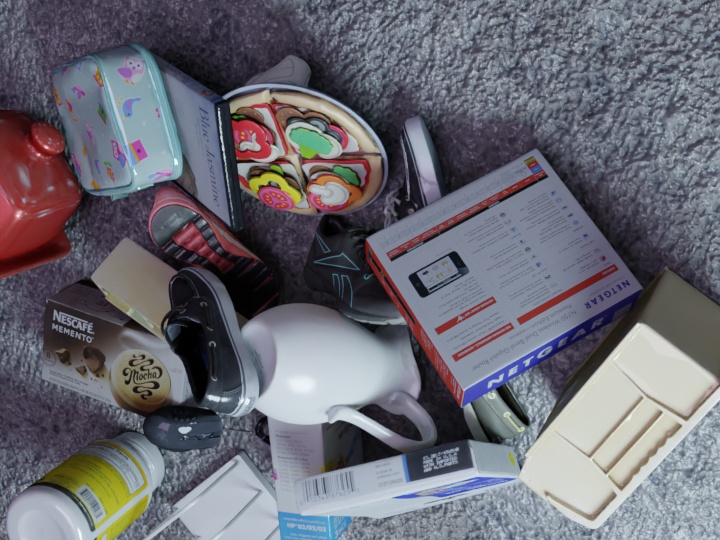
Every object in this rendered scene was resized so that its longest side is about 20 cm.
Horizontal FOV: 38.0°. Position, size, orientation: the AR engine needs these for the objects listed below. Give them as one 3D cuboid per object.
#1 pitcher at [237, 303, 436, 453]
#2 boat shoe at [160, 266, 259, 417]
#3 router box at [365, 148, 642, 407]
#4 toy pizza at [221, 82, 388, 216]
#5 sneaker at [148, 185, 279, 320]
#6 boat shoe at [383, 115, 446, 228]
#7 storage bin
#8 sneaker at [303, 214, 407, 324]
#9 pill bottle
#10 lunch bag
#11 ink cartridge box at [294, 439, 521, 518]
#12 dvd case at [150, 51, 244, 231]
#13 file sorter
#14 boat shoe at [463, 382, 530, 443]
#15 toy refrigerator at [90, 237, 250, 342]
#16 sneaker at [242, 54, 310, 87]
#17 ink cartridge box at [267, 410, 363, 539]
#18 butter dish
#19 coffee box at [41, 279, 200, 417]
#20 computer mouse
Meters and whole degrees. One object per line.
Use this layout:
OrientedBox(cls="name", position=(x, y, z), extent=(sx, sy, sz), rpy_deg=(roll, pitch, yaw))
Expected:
OrientedBox(cls="pitcher", position=(-0.020, 0.116, 1.074), extent=(0.122, 0.199, 0.172), rpy_deg=(-56, 46, 27))
OrientedBox(cls="boat shoe", position=(-0.165, 0.066, 1.049), extent=(0.070, 0.066, 0.201), rpy_deg=(-54, 45, 28))
OrientedBox(cls="router box", position=(0.132, 0.003, 0.996), extent=(0.199, 0.049, 0.180), rpy_deg=(-27, 66, -11))
OrientedBox(cls="toy pizza", position=(-0.069, -0.115, 1.089), extent=(0.198, 0.032, 0.201), rpy_deg=(11, 145, 8))
OrientedBox(cls="sneaker", position=(-0.160, -0.025, 1.184), extent=(0.074, 0.087, 0.200), rpy_deg=(-35, 123, 9))
OrientedBox(cls="boat shoe", position=(0.058, -0.058, 1.092), extent=(0.067, 0.074, 0.201), rpy_deg=(-10, 111, 10))
OrientedBox(cls="storage bin", position=(0.255, 0.117, 0.992), extent=(0.094, 0.200, 0.199), rpy_deg=(38, 116, 9))
OrientedBox(cls="sneaker", position=(0.000, 0.000, 1.090), extent=(0.200, 0.075, 0.080), rpy_deg=(28, 114, 51))
OrientedBox(cls="pill bottle", position=(-0.327, 0.277, 1.279), extent=(0.112, 0.200, 0.113), rpy_deg=(6, 107, 20))
OrientedBox(cls="lunch bag", position=(-0.268, -0.160, 1.152), extent=(0.200, 0.077, 0.162), rpy_deg=(5, 115, 60))
OrientedBox(cls="ink cartridge box", position=(0.062, 0.223, 1.110), extent=(0.196, 0.200, 0.047), rpy_deg=(-19, 73, 19))
OrientedBox(cls="dvd case", position=(-0.184, -0.142, 1.115), extent=(0.200, 0.017, 0.144), rpy_deg=(36, 139, 46))
OrientedBox(cls="file sorter", position=(-0.152, 0.357, 1.274), extent=(0.139, 0.124, 0.200), rpy_deg=(-40, 89, 27))
OrientedBox(cls="boat shoe", position=(0.121, 0.098, 1.101), extent=(0.060, 0.072, 0.203), rpy_deg=(-20, 116, 13))
OrientedBox(cls="toy refrigerator", position=(-0.202, 0.051, 1.169), extent=(0.199, 0.076, 0.070), rpy_deg=(33, 73, 21))
OrientedBox(cls="sneaker", position=(-0.119, -0.163, 1.139), extent=(0.075, 0.082, 0.199), rpy_deg=(34, 141, -28))
OrientedBox(cls="ink cartridge box", position=(-0.048, 0.194, 1.186), extent=(0.067, 0.115, 0.202), rpy_deg=(1, 106, 21))
OrientedBox(cls="butter dish", position=(-0.398, -0.114, 1.199), extent=(0.147, 0.199, 0.201), rpy_deg=(-36, 90, 20))
OrientedBox(cls="coffee box", position=(-0.282, 0.099, 1.274), extent=(0.199, 0.080, 0.114), rpy_deg=(18, 114, 16))
OrientedBox(cls="computer mouse", position=(-0.155, 0.194, 1.226), extent=(0.198, 0.034, 0.059), rpy_deg=(6, 112, -12))
